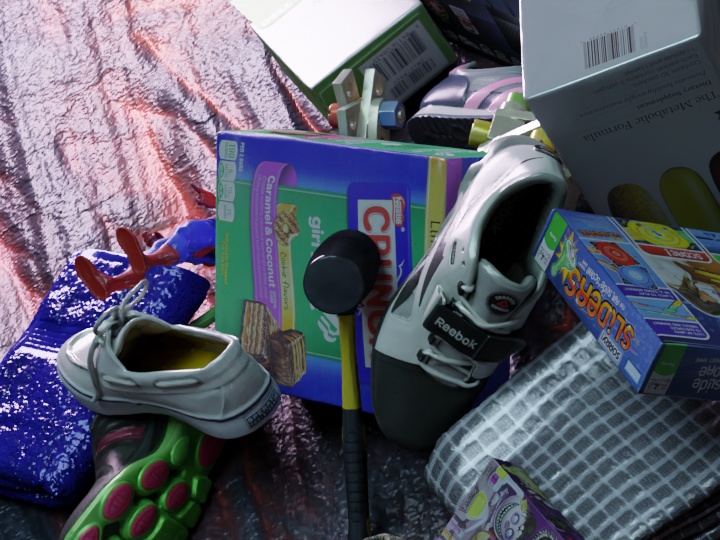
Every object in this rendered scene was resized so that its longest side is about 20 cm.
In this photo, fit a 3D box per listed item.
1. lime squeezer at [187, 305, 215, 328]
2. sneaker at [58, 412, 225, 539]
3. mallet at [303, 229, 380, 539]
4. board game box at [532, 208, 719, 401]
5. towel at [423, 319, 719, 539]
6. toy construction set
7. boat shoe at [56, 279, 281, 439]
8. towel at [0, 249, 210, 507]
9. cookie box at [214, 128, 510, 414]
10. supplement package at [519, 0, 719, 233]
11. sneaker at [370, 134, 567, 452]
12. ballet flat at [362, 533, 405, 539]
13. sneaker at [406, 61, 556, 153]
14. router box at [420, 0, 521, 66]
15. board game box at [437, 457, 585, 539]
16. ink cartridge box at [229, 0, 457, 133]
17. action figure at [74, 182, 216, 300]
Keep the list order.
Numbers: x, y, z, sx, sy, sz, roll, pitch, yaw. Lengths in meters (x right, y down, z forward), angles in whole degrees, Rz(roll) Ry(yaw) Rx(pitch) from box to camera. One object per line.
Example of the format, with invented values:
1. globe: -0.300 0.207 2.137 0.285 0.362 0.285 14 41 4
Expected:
1. lime squeezer: -0.049 -0.024 1.580 0.200 0.038 0.071 -49 41 -13
2. sneaker: -0.145 0.129 1.483 0.084 0.077 0.200 -6 38 39
3. mallet: -0.007 0.077 1.342 0.041 0.200 0.066 -1 8 10
4. board game box: 0.211 0.025 1.237 0.135 0.200 0.034 57 132 50
5. towel: 0.153 0.107 1.271 0.200 0.086 0.166 -40 41 -4
6. toy construction set: 0.063 -0.067 1.462 0.200 0.131 0.092 14 58 34
7. boat shoe: -0.142 0.050 1.436 0.202 0.086 0.075 14 52 48
8. towel: -0.209 0.072 1.585 0.148 0.050 0.200 2 54 45
9. cookie box: 0.000 0.000 1.421 0.200 0.075 0.171 9 102 41
10. supplement package: 0.188 -0.090 1.345 0.114 0.200 0.110 -19 42 21
11. sneaker: 0.063 0.019 1.290 0.089 0.074 0.200 -124 55 -76
12. ballet flat: -0.054 0.198 1.340 0.200 0.075 0.068 -20 43 20
13. sneaker: 0.128 -0.111 1.513 0.200 0.070 0.082 11 54 37
14. router box: 0.103 -0.206 1.558 0.062 0.150 0.200 -48 41 -12
15. board game box: 0.056 0.217 1.214 0.200 0.032 0.120 -58 45 14
16. ink cartridge box: -0.016 -0.183 1.686 0.104 0.059 0.200 -38 33 -1
17. action figure: -0.116 -0.023 1.529 0.065 0.200 0.052 -38 78 28
